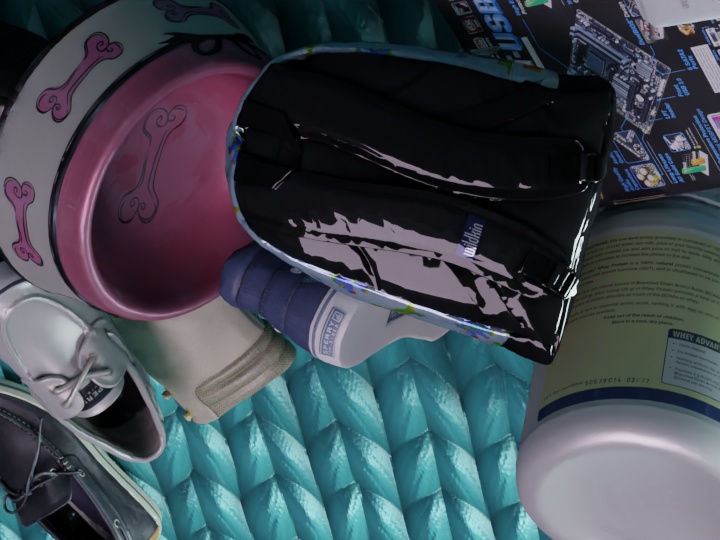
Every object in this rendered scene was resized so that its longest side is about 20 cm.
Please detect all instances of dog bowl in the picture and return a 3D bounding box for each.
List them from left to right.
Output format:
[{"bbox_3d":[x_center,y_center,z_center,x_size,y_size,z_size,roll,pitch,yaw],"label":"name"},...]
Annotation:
[{"bbox_3d":[-0.116,-0.059,1.463,0.074,0.200,0.201,34,147,36],"label":"dog bowl"}]

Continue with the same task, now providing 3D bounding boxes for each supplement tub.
[{"bbox_3d":[0.173,0.057,1.466,0.144,0.201,0.145,9,142,7],"label":"supplement tub"}]

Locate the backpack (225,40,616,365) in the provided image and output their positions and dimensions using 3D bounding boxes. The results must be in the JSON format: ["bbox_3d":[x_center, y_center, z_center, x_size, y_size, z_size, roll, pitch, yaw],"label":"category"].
[{"bbox_3d":[0.022,-0.051,1.397,0.199,0.154,0.164,10,97,-10],"label":"backpack"}]

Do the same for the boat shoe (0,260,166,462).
[{"bbox_3d":[-0.175,0.061,1.559,0.072,0.066,0.200,-34,145,-4],"label":"boat shoe"}]

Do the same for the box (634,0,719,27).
[{"bbox_3d":[0.197,-0.257,1.162,0.170,0.200,0.200,-7,132,25],"label":"box"}]

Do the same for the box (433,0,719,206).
[{"bbox_3d":[0.157,-0.129,1.396,0.198,0.050,0.200,-9,128,37],"label":"box"}]

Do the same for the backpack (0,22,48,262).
[{"bbox_3d":[-0.246,-0.061,1.553,0.162,0.154,0.201,19,119,15],"label":"backpack"}]

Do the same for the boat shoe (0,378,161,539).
[{"bbox_3d":[-0.224,0.148,1.808,0.074,0.062,0.200,-26,118,39],"label":"boat shoe"}]

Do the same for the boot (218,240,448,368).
[{"bbox_3d":[0.000,0.000,1.519,0.090,0.200,0.073,27,108,22],"label":"boot"}]

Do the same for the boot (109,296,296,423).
[{"bbox_3d":[-0.156,0.041,1.676,0.199,0.072,0.155,-20,126,34],"label":"boot"}]
